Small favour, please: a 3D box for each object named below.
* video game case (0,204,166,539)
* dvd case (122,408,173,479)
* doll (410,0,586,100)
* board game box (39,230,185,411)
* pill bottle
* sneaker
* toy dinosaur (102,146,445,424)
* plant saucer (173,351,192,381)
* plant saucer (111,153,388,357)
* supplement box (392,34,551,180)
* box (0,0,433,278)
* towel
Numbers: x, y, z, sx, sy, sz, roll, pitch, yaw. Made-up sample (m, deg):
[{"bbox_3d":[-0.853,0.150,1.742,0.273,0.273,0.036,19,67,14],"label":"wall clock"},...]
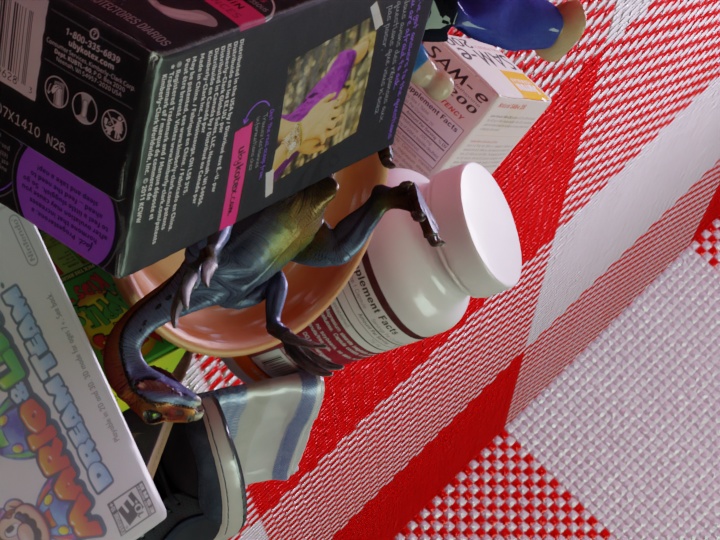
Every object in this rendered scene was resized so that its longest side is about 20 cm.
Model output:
[{"bbox_3d":[-0.194,0.067,0.746,0.024,0.201,0.182,-15,-168,44],"label":"video game case"},{"bbox_3d":[-0.188,0.121,0.882,0.200,0.148,0.016,-80,166,-67],"label":"dvd case"},{"bbox_3d":[0.034,-0.155,0.892,0.199,0.137,0.048,3,163,-34],"label":"doll"},{"bbox_3d":[-0.193,0.050,0.854,0.200,0.102,0.048,-29,161,-49],"label":"board game box"},{"bbox_3d":[0.000,0.000,1.091,0.199,0.114,0.113,-19,178,26],"label":"pill bottle"},{"bbox_3d":[-0.154,0.155,1.035,0.145,0.077,0.203,-11,150,-23],"label":"sneaker"},{"bbox_3d":[-0.052,-0.003,0.854,0.181,0.105,0.200,-27,-153,10],"label":"toy dinosaur"},{"bbox_3d":[-0.198,0.102,1.112,0.200,0.035,0.200,-42,165,-14],"label":"plant saucer"},{"bbox_3d":[-0.066,-0.053,0.900,0.200,0.037,0.201,-18,116,-40],"label":"plant saucer"},{"bbox_3d":[0.039,-0.076,1.226,0.200,0.074,0.126,-51,165,18],"label":"supplement box"},{"bbox_3d":[-0.073,-0.097,0.720,0.200,0.122,0.106,-30,144,-49],"label":"box"},{"bbox_3d":[-0.125,0.125,1.105,0.199,0.024,0.147,-11,152,-20],"label":"towel"}]
